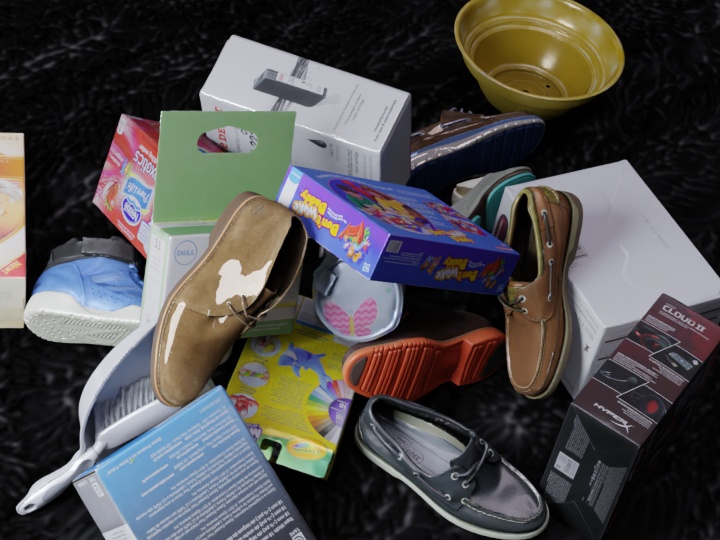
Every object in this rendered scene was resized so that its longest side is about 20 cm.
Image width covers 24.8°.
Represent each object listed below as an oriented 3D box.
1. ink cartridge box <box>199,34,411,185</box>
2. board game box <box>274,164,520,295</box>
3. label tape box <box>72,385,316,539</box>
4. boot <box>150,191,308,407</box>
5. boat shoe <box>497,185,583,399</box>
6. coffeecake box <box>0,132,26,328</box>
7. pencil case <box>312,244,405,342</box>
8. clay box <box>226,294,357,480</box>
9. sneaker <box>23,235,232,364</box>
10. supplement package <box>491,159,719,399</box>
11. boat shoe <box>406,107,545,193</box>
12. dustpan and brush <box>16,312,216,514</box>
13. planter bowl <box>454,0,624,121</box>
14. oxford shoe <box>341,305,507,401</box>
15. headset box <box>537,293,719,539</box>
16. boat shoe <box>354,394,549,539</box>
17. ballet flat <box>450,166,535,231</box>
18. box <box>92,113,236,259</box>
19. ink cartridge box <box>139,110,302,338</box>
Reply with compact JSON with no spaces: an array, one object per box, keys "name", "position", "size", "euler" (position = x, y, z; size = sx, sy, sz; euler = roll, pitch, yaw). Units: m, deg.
[{"name":"ink cartridge box","position":[-0.054,-0.137,1.653],"size":[0.198,0.145,0.084],"euler":[20,61,14]},{"name":"board game box","position":[0.035,-0.035,1.484],"size":[0.134,0.045,0.199],"euler":[36,18,36]},{"name":"label tape box","position":[-0.128,0.221,1.377],"size":[0.144,0.063,0.201],"euler":[-32,91,-35]},{"name":"boot","position":[-0.113,0.030,1.405],"size":[0.075,0.073,0.201],"euler":[21,82,42]},{"name":"boat shoe","position":[0.158,0.020,1.552],"size":[0.068,0.202,0.072],"euler":[6,-3,-43]},{"name":"coffeecake box","position":[-0.401,-0.041,1.583],"size":[0.152,0.073,0.201],"euler":[0,47,-13]},{"name":"pencil case","position":[0.000,0.000,1.557],"size":[0.091,0.083,0.200],"euler":[42,12,-11]},{"name":"clay box","position":[-0.062,0.112,1.524],"size":[0.114,0.048,0.201],"euler":[18,46,2]},{"name":"sneaker","position":[-0.210,0.023,1.558],"size":[0.198,0.077,0.112],"euler":[9,54,6]},{"name":"supplement package","position":[0.243,0.007,1.646],"size":[0.154,0.112,0.201],"euler":[-13,50,-24]},{"name":"boat shoe","position":[0.110,-0.144,1.793],"size":[0.198,0.073,0.073],"euler":[-18,51,-27]},{"name":"dustpan and brush","position":[-0.220,0.143,1.433],"size":[0.199,0.140,0.057],"euler":[-31,44,-5]},{"name":"planter bowl","position":[0.198,-0.232,1.890],"size":[0.198,0.084,0.202],"euler":[7,45,-7]},{"name":"oxford shoe","position":[0.050,0.075,1.560],"size":[0.199,0.072,0.073],"euler":[-3,37,-43]},{"name":"headset box","position":[0.253,0.128,1.504],"size":[0.075,0.149,0.200],"euler":[31,48,18]},{"name":"boat shoe","position":[0.084,0.171,1.479],"size":[0.199,0.066,0.075],"euler":[33,58,19]},{"name":"ballet flat","position":[0.110,-0.062,1.720],"size":[0.063,0.068,0.200],"euler":[27,46,24]},{"name":"box","position":[-0.169,-0.064,1.583],"size":[0.095,0.100,0.200],"euler":[10,19,-38]},{"name":"ink cartridge box","position":[-0.118,-0.039,1.467],"size":[0.144,0.202,0.048],"euler":[-4,22,-35]}]
